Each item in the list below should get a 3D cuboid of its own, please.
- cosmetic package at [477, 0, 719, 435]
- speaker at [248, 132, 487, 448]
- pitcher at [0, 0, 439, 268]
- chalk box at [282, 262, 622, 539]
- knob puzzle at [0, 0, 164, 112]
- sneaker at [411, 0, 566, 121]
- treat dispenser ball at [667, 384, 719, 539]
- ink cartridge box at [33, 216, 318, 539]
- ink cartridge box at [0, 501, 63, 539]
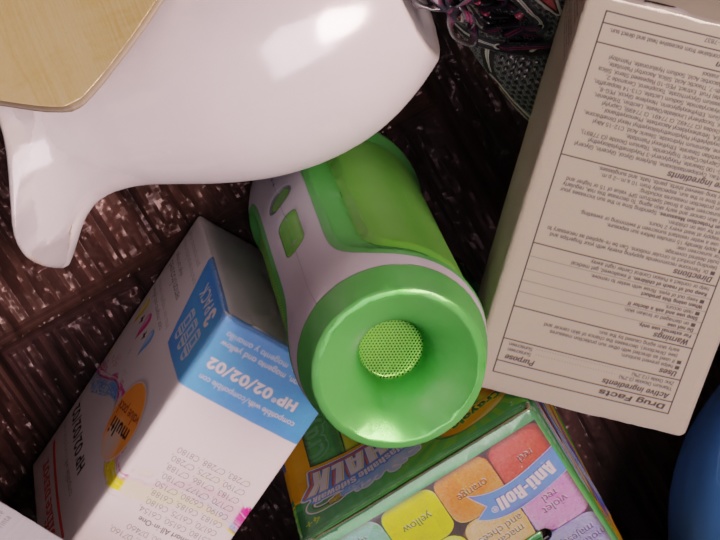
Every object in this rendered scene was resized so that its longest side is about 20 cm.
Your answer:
[{"bbox_3d":[0.118,-0.037,0.922,0.103,0.073,0.201,14,125,-3],"label":"cosmetic package"},{"bbox_3d":[0.000,0.000,0.966,0.088,0.200,0.089,-4,114,-8],"label":"speaker"},{"bbox_3d":[-0.081,-0.114,0.959,0.199,0.121,0.172,-22,101,12],"label":"pitcher"},{"bbox_3d":[0.045,0.112,1.023,0.124,0.200,0.124,-32,115,4],"label":"chalk box"},{"bbox_3d":[-0.154,-0.156,0.919,0.218,0.030,0.221,-1,79,3],"label":"knob puzzle"},{"bbox_3d":[0.050,-0.130,0.928,0.080,0.075,0.200,-6,135,32],"label":"sneaker"},{"bbox_3d":[0.251,0.124,1.066,0.200,0.201,0.202,-4,114,-9],"label":"treat dispenser ball"},{"bbox_3d":[-0.097,0.090,1.035,0.068,0.115,0.200,29,106,-21],"label":"ink cartridge box"},{"bbox_3d":[-0.198,0.157,1.002,0.199,0.050,0.163,27,138,9],"label":"ink cartridge box"}]
